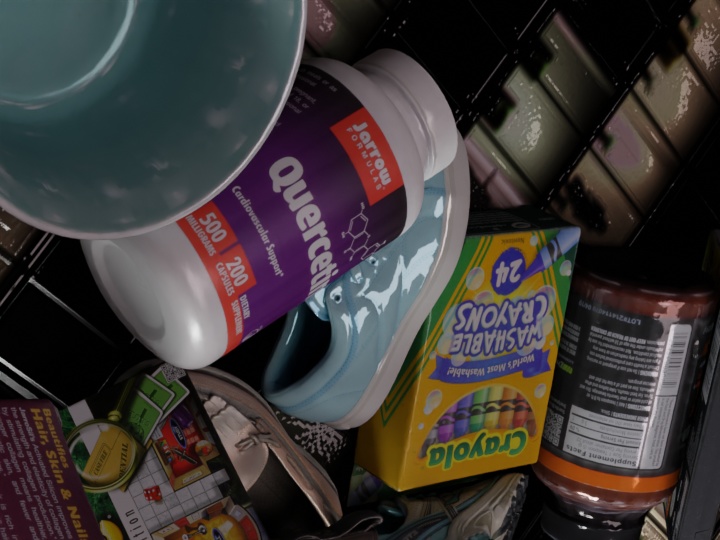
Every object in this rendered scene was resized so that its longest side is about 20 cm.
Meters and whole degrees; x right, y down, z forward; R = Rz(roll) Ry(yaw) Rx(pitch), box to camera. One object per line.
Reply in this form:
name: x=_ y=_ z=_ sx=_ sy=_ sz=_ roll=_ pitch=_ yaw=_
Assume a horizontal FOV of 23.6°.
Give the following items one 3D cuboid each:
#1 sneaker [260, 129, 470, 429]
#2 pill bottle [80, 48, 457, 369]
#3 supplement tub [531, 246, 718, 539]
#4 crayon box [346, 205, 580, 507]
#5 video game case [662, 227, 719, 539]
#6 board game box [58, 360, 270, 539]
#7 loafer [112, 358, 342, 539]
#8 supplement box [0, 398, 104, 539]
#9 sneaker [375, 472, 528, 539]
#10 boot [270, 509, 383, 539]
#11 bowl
sneaker: x=0.000 y=0.000 z=1.015 sx=0.082 sy=0.074 sz=0.200 roll=12 pitch=99 yaw=-47
pill bottle: x=-0.045 y=-0.041 z=0.930 sx=0.200 sy=0.112 sz=0.112 roll=-34 pitch=128 yaw=-25
supplement tub: x=0.176 y=0.091 z=1.186 sx=0.107 sy=0.107 sz=0.200 roll=-5 pitch=113 yaw=-39
crayon box: x=0.067 y=0.063 z=1.116 sx=0.126 sy=0.052 sz=0.200 roll=-6 pitch=113 yaw=-39
video game case: x=0.246 y=0.087 z=1.219 sx=0.181 sy=0.025 sz=0.200 roll=-68 pitch=168 yaw=-73
board game box: x=-0.099 y=0.155 z=0.908 sx=0.105 sy=0.200 sz=0.023 roll=-26 pitch=167 yaw=-9
loafer: x=-0.066 y=0.118 z=1.008 sx=0.072 sy=0.063 sz=0.200 roll=-42 pitch=134 yaw=5
supplement box: x=-0.226 y=0.139 z=0.808 sx=0.200 sy=0.131 sz=0.103 roll=6 pitch=138 yaw=-48
sneaker: x=0.052 y=0.166 z=1.117 sx=0.200 sy=0.086 sz=0.078 roll=-24 pitch=131 yaw=-71
boot: x=-0.070 y=0.230 z=0.987 sx=0.174 sy=0.069 sz=0.200 roll=11 pitch=99 yaw=-35
bowl: x=-0.135 y=-0.124 z=0.820 sx=0.201 sy=0.105 sz=0.201 roll=-17 pitch=119 yaw=-35
